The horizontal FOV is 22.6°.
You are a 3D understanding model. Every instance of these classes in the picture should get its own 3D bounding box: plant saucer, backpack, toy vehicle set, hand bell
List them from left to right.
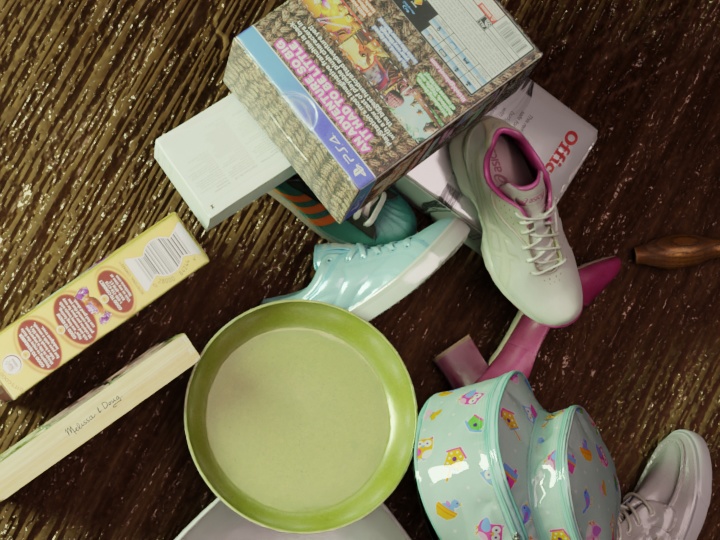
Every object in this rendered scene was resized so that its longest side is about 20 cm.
[{"bbox_3d":[-0.229,0.122,1.503,0.200,0.124,0.027,-36,95,-15],"label":"toy vehicle set"},{"bbox_3d":[-0.051,0.125,1.527,0.200,0.031,0.200,3,75,-11],"label":"plant saucer"},{"bbox_3d":[0.132,0.188,1.532,0.200,0.153,0.176,56,29,-22],"label":"backpack"},{"bbox_3d":[0.358,-0.022,1.708,0.200,0.104,0.104,-6,86,-3],"label":"hand bell"}]

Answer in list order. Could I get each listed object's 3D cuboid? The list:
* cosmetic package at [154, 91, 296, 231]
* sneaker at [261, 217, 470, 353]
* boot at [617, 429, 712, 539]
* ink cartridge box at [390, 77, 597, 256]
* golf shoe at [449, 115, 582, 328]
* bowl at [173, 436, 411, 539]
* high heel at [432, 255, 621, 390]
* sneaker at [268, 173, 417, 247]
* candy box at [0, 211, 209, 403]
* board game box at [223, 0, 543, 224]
[{"bbox_3d":[-0.070,-0.122,1.527,0.200,0.051,0.083,-33,81,-15],"label":"cosmetic package"},{"bbox_3d":[0.000,0.000,1.583,0.200,0.074,0.082,-35,93,2],"label":"sneaker"},{"bbox_3d":[0.251,0.233,1.637,0.096,0.074,0.200,21,80,-33],"label":"boot"},{"bbox_3d":[0.091,-0.120,1.632,0.200,0.084,0.146,36,78,-9],"label":"ink cartridge box"},{"bbox_3d":[0.140,-0.040,1.550,0.075,0.092,0.200,-28,96,-12],"label":"golf shoe"},{"bbox_3d":[-0.061,0.268,1.560,0.200,0.075,0.200,-40,95,-16],"label":"bowl"},{"bbox_3d":[0.170,0.069,1.644,0.200,0.067,0.096,-33,84,-1],"label":"high heel"},{"bbox_3d":[-0.033,-0.079,1.595,0.200,0.080,0.071,30,76,-9],"label":"sneaker"},{"bbox_3d":[-0.230,0.032,1.516,0.200,0.117,0.056,-38,95,-16],"label":"candy box"},{"bbox_3d":[0.017,-0.167,1.475,0.200,0.097,0.159,-37,84,-16],"label":"board game box"}]
